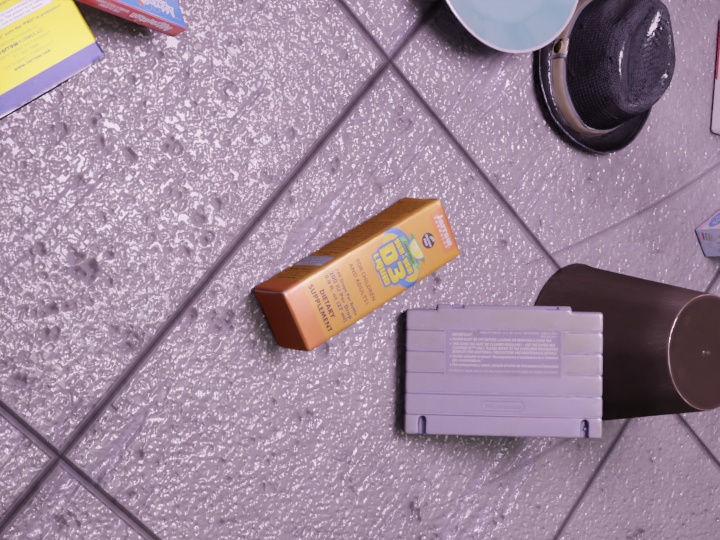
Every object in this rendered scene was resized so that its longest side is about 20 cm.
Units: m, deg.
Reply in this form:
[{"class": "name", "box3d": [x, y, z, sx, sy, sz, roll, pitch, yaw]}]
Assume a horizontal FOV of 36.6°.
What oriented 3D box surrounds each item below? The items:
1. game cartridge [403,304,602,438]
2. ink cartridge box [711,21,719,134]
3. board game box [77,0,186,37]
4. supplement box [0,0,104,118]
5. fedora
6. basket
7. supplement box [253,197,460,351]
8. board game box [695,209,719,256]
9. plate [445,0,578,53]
[{"class": "game cartridge", "box3d": [0.143, 0.101, 1.094, 0.197, 0.038, 0.132, 1, 84, 4]}, {"class": "ink cartridge box", "box3d": [0.541, -0.229, 1.359, 0.198, 0.084, 0.147, 8, 86, -30]}, {"class": "board game box", "box3d": [-0.214, -0.257, 0.872, 0.199, 0.019, 0.104, 4, 65, -66]}, {"class": "supplement box", "box3d": [-0.308, -0.220, 0.845, 0.109, 0.108, 0.202, -37, 106, -26]}, {"class": "fedora", "box3d": [0.290, -0.234, 1.206, 0.198, 0.091, 0.204, 0, 89, -31]}, {"class": "basket", "box3d": [0.288, 0.082, 1.138, 0.135, 0.199, 0.183, 13, 83, -29]}, {"class": "supplement box", "box3d": [0.000, 0.000, 1.048, 0.199, 0.068, 0.067, -33, 107, -29]}, {"class": "board game box", "box3d": [0.537, -0.082, 1.289, 0.199, 0.198, 0.044, -34, 107, -26]}, {"class": "plate", "box3d": [0.147, -0.324, 1.122, 0.198, 0.025, 0.203, 0, 90, -31]}]
